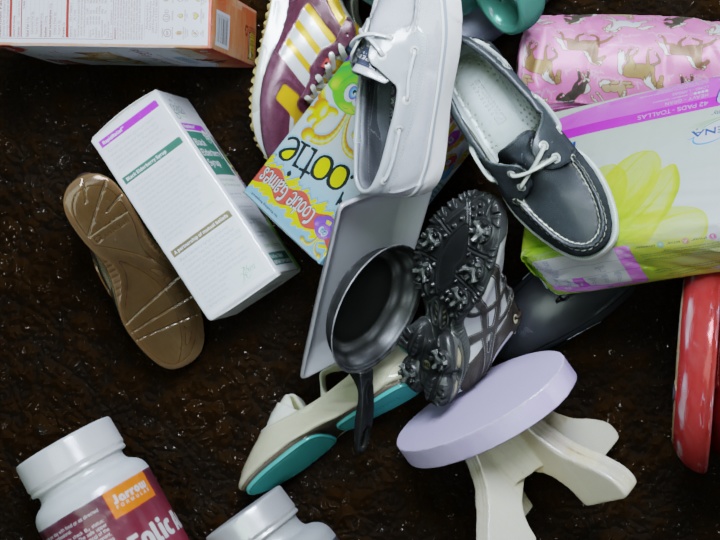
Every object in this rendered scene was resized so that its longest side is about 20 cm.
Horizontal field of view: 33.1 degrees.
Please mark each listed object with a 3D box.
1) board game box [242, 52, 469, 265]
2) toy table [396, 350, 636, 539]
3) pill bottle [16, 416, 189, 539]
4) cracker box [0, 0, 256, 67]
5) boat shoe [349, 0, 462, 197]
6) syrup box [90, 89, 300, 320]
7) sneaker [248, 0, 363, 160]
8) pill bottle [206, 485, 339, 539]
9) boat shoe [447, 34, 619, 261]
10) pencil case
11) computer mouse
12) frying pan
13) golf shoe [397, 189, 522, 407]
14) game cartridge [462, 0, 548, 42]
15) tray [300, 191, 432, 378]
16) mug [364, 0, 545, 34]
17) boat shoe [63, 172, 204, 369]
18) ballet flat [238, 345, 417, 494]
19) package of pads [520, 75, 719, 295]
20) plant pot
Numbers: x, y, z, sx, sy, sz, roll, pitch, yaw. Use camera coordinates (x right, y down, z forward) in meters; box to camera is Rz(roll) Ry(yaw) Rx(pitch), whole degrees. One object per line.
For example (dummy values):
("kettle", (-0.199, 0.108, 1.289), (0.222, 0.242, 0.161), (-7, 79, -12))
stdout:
("board game box", (0.014, -0.105, 1.039), (0.103, 0.105, 0.200), (42, 99, 24))
("toy table", (0.131, 0.152, 1.012), (0.184, 0.200, 0.117), (-39, 96, -23))
("pill bottle", (-0.223, 0.243, 1.104), (0.114, 0.114, 0.200), (-31, 87, 11))
("cracker box", (-0.205, -0.215, 1.073), (0.200, 0.134, 0.058), (4, 94, 11))
("boat shoe", (0.024, -0.151, 0.895), (0.072, 0.068, 0.200), (31, 122, 46))
("syrup box", (-0.148, -0.059, 1.095), (0.081, 0.079, 0.200), (-34, 85, 11))
("sneaker", (-0.039, -0.188, 1.072), (0.090, 0.075, 0.200), (10, 95, 15))
("pill bottle", (-0.047, 0.295, 1.074), (0.111, 0.111, 0.200), (-37, 85, 10))
("boat shoe", (0.118, -0.092, 0.909), (0.076, 0.060, 0.200), (-42, 73, 14))
("pencil case", (0.228, -0.169, 1.018), (0.200, 0.087, 0.083), (6, 124, 11))
("computer mouse", (0.177, -0.014, 1.050), (0.200, 0.046, 0.141), (-31, 86, 11))
("frying pan", (0.015, 0.056, 1.018), (0.031, 0.190, 0.115), (28, 55, 32))
("golf shoe", (0.093, 0.016, 1.008), (0.078, 0.094, 0.200), (42, 131, 35))
("game cartridge", (0.068, -0.287, 1.046), (0.133, 0.041, 0.200), (-37, 85, -7))
("tray", (0.000, 0.000, 1.015), (0.022, 0.107, 0.200), (44, 140, 29))
("mug", (0.071, -0.287, 0.959), (0.185, 0.114, 0.152), (14, 69, -3))
("boat shoe", (-0.208, -0.003, 1.118), (0.072, 0.072, 0.200), (-33, 107, -6))
("ballet flat", (-0.034, 0.128, 1.095), (0.200, 0.069, 0.070), (-33, 86, 9))
("package of pads", (0.229, -0.066, 0.949), (0.200, 0.068, 0.155), (-11, 53, 32))
("plant pot", (0.340, 0.074, 0.947), (0.182, 0.200, 0.201), (5, 93, 15))
